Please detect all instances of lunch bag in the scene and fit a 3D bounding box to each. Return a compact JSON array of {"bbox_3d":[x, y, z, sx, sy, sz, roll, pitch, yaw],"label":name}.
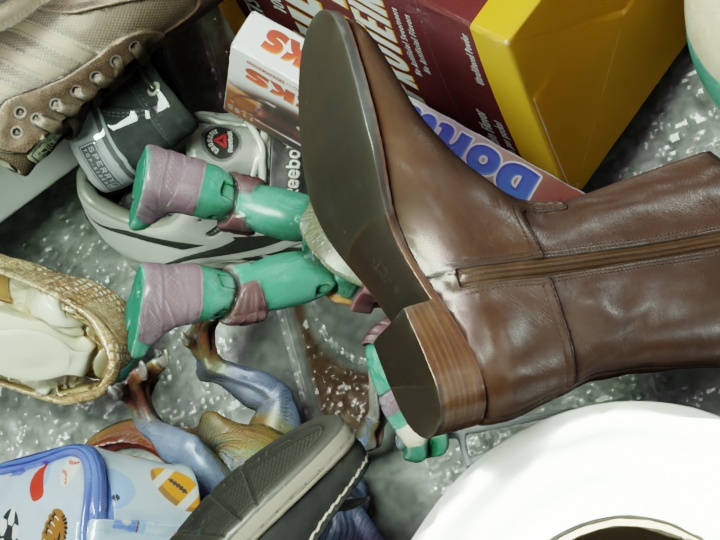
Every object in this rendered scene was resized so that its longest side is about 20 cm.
[{"bbox_3d":[-0.134,0.183,1.321,0.160,0.075,0.201,-15,68,54],"label":"lunch bag"}]

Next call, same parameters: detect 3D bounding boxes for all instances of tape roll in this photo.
[{"bbox_3d":[0.126,0.166,1.206,0.202,0.139,0.203,-8,70,22],"label":"tape roll"}]

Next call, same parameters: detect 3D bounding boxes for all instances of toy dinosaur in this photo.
[{"bbox_3d":[-0.022,0.095,1.351,0.105,0.200,0.182,-38,83,-31],"label":"toy dinosaur"}]

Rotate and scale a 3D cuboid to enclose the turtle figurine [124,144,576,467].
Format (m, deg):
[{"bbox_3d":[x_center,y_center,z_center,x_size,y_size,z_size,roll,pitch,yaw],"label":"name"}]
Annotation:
[{"bbox_3d":[0.000,0.000,1.284,0.199,0.101,0.150,8,36,-11],"label":"turtle figurine"}]

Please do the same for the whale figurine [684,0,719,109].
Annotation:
[{"bbox_3d":[0.233,-0.125,1.292,0.200,0.104,0.159,-39,58,-20],"label":"whale figurine"}]

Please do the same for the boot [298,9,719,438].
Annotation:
[{"bbox_3d":[0.085,-0.034,1.219,0.199,0.064,0.187,-13,82,-26],"label":"boot"}]

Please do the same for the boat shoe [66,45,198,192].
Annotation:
[{"bbox_3d":[-0.115,-0.117,1.389,0.056,0.069,0.200,-27,45,11],"label":"boat shoe"}]

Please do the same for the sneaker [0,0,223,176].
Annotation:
[{"bbox_3d":[-0.140,-0.083,1.301,0.199,0.070,0.076,-21,81,5],"label":"sneaker"}]

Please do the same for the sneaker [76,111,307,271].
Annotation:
[{"bbox_3d":[-0.040,-0.042,1.378,0.199,0.088,0.074,-13,67,18],"label":"sneaker"}]

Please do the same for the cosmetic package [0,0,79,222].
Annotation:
[{"bbox_3d":[-0.265,-0.090,1.420,0.200,0.165,0.165,-36,36,11],"label":"cosmetic package"}]

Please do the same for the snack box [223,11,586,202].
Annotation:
[{"bbox_3d":[0.031,-0.046,1.314,0.200,0.072,0.024,29,69,5],"label":"snack box"}]

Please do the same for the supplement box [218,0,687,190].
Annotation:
[{"bbox_3d":[0.055,-0.176,1.330,0.200,0.133,0.197,28,73,29],"label":"supplement box"}]

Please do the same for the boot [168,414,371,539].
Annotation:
[{"bbox_3d":[-0.029,0.175,1.221,0.151,0.073,0.200,41,83,-12],"label":"boot"}]

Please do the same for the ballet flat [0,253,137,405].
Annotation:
[{"bbox_3d":[-0.195,0.015,1.348,0.199,0.065,0.071,12,107,-11],"label":"ballet flat"}]
